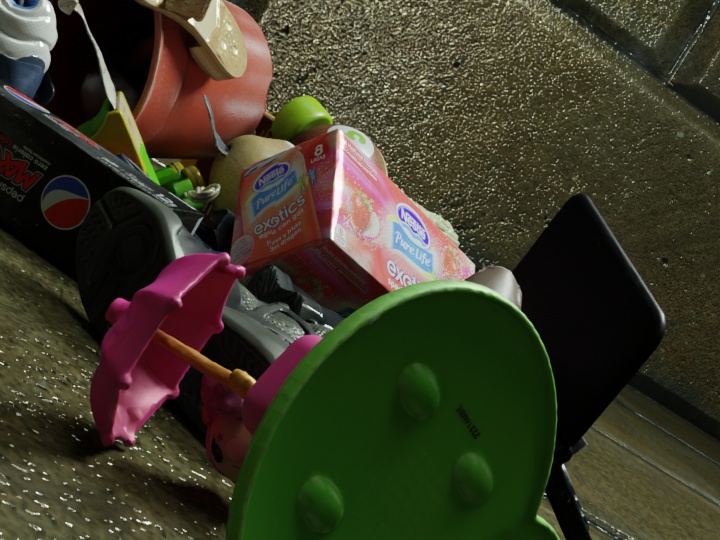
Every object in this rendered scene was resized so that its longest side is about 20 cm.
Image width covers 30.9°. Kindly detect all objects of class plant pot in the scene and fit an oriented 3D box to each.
[{"bbox_3d":[-0.190,-0.181,1.148,0.200,0.202,0.195,35,15,28],"label":"plant pot"}]

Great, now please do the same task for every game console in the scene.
[{"bbox_3d":[0.160,0.076,0.938,0.201,0.115,0.177,-104,170,-60],"label":"game console"}]

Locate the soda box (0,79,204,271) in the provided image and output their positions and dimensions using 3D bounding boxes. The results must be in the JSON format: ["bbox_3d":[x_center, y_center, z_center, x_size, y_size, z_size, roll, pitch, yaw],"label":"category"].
[{"bbox_3d":[-0.203,-0.061,0.834,0.199,0.071,0.063,34,6,11],"label":"soda box"}]

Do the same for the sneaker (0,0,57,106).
[{"bbox_3d":[-0.303,-0.184,0.962,0.199,0.147,0.080,36,6,29],"label":"sneaker"}]

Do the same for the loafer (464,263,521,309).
[{"bbox_3d":[0.078,0.068,0.901,0.073,0.071,0.201,33,-32,10],"label":"loafer"}]

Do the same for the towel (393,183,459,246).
[{"bbox_3d":[0.016,-0.008,1.275,0.036,0.149,0.200,37,4,33],"label":"towel"}]

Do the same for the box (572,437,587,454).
[{"bbox_3d":[0.120,0.087,1.170,0.159,0.050,0.200,56,-1,-5],"label":"box"}]

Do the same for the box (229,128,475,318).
[{"bbox_3d":[0.000,0.000,0.978,0.200,0.094,0.104,42,40,-41],"label":"box"}]

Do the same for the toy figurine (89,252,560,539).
[{"bbox_3d":[-0.027,0.068,0.530,0.183,0.150,0.201,24,-24,47],"label":"toy figurine"}]

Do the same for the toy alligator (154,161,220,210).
[{"bbox_3d":[-0.156,-0.053,1.091,0.199,0.059,0.055,20,-51,61],"label":"toy alligator"}]

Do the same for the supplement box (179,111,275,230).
[{"bbox_3d":[-0.061,-0.063,1.373,0.199,0.134,0.197,35,5,28],"label":"supplement box"}]

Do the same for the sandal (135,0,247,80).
[{"bbox_3d":[-0.124,-0.225,1.006,0.069,0.079,0.212,-7,-29,23],"label":"sandal"}]

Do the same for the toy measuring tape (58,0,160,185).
[{"bbox_3d":[-0.209,-0.111,0.986,0.074,0.073,0.202,39,-27,54],"label":"toy measuring tape"}]

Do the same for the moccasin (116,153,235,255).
[{"bbox_3d":[-0.114,-0.016,0.973,0.199,0.069,0.080,31,5,-23],"label":"moccasin"}]

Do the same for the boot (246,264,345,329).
[{"bbox_3d":[0.013,0.081,0.857,0.199,0.066,0.165,32,1,-19],"label":"boot"}]

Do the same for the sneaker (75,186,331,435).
[{"bbox_3d":[-0.078,0.033,0.724,0.199,0.077,0.114,40,6,33],"label":"sneaker"}]

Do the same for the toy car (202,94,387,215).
[{"bbox_3d":[-0.067,-0.080,1.105,0.165,0.158,0.200,48,3,26],"label":"toy car"}]
